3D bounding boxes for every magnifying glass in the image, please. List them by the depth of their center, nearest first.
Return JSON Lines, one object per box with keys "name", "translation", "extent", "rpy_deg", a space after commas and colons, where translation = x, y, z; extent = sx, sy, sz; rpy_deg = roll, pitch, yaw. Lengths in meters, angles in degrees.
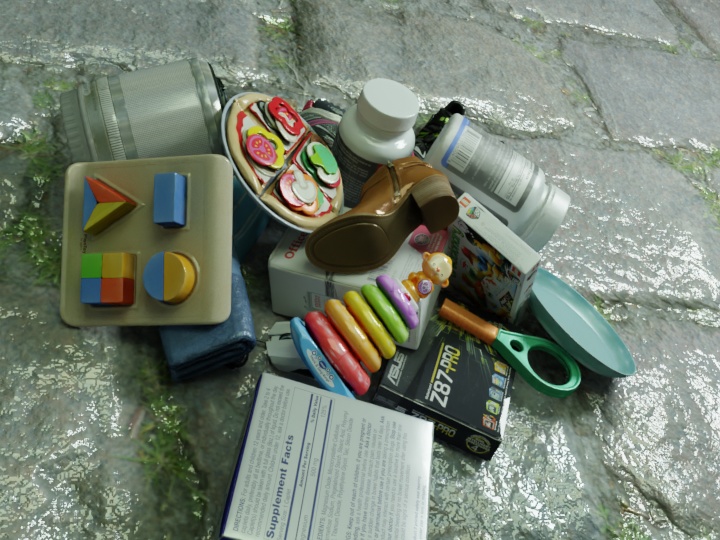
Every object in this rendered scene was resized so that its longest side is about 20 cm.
{"name": "magnifying glass", "translation": [0.189, 0.094, 1.063], "extent": [0.197, 0.023, 0.080], "rpy_deg": [29, 41, 4]}

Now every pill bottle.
{"name": "pill bottle", "translation": [0.182, -0.115, 1.157], "extent": [0.198, 0.114, 0.115], "rpy_deg": [33, 43, -4]}
{"name": "pill bottle", "translation": [0.012, -0.159, 1.165], "extent": [0.108, 0.202, 0.112], "rpy_deg": [11, 45, -12]}

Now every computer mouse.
{"name": "computer mouse", "translation": [-0.074, 0.085, 1.008], "extent": [0.195, 0.044, 0.111], "rpy_deg": [15, 44, -9]}

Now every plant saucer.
{"name": "plant saucer", "translation": [0.292, 0.074, 1.144], "extent": [0.198, 0.028, 0.201], "rpy_deg": [34, 24, -17]}

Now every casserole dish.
{"name": "casserole dish", "translation": [-0.185, -0.083, 1.125], "extent": [0.119, 0.039, 0.202], "rpy_deg": [25, 44, 2]}

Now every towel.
{"name": "towel", "translation": [-0.188, 0.028, 0.986], "extent": [0.109, 0.049, 0.202], "rpy_deg": [-19, 51, -2]}

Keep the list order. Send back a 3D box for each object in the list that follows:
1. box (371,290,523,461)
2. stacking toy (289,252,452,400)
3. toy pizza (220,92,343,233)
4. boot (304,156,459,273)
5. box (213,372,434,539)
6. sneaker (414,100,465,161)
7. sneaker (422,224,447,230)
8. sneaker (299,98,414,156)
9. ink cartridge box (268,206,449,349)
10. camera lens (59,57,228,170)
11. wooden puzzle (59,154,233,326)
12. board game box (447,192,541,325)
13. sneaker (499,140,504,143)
{"name": "box", "translation": [0.114, 0.120, 1.053], "extent": [0.158, 0.050, 0.201], "rpy_deg": [23, 42, 3]}
{"name": "stacking toy", "translation": [0.024, 0.049, 0.931], "extent": [0.199, 0.110, 0.117], "rpy_deg": [-37, 92, -4]}
{"name": "toy pizza", "translation": [-0.087, -0.139, 1.034], "extent": [0.199, 0.031, 0.203], "rpy_deg": [33, 40, -32]}
{"name": "boot", "translation": [0.016, -0.075, 1.037], "extent": [0.196, 0.075, 0.155], "rpy_deg": [-17, 30, -6]}
{"name": "box", "translation": [-0.036, 0.230, 0.841], "extent": [0.196, 0.106, 0.186], "rpy_deg": [18, 44, -8]}
{"name": "sneaker", "translation": [0.120, -0.213, 1.348], "extent": [0.070, 0.084, 0.201], "rpy_deg": [28, 44, 5]}
{"name": "sneaker", "translation": [0.160, -0.060, 1.241], "extent": [0.197, 0.079, 0.117], "rpy_deg": [27, 33, -14]}
{"name": "sneaker", "translation": [-0.011, -0.190, 1.279], "extent": [0.196, 0.081, 0.076], "rpy_deg": [19, 58, 15]}
{"name": "ink cartridge box", "translation": [0.000, 0.000, 1.059], "extent": [0.196, 0.084, 0.148], "rpy_deg": [14, 42, 14]}
{"name": "camera lens", "translation": [-0.260, -0.172, 1.059], "extent": [0.195, 0.162, 0.162], "rpy_deg": [-14, 53, -11]}
{"name": "wooden puzzle", "translation": [-0.242, -0.035, 0.932], "extent": [0.195, 0.046, 0.190], "rpy_deg": [-1, 83, 9]}
{"name": "board game box", "translation": [0.166, -0.004, 1.091], "extent": [0.035, 0.201, 0.126], "rpy_deg": [-41, 69, -15]}
{"name": "sneaker", "translation": [0.163, -0.144, 1.299], "extent": [0.199, 0.089, 0.078], "rpy_deg": [-27, 104, -54]}
